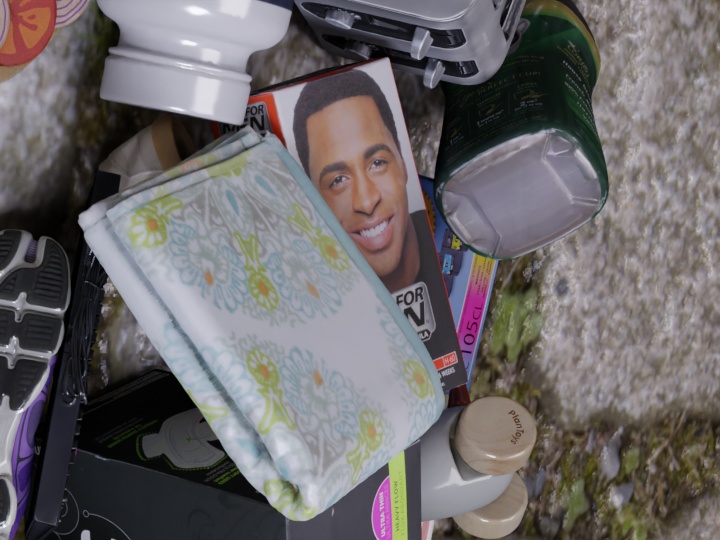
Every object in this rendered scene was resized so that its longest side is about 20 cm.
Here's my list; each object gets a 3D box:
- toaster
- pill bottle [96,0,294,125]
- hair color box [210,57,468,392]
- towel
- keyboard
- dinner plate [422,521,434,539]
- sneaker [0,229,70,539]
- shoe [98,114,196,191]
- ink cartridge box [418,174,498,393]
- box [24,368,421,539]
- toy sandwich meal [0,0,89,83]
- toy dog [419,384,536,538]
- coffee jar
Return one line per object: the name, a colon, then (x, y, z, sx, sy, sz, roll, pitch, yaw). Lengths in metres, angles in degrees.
toaster: (0.045, -0.218, 1.638, 0.181, 0.119, 0.200, 53, 56, -79)
pill bottle: (-0.086, -0.185, 1.525, 0.111, 0.111, 0.200, 9, 93, -54)
hair color box: (-0.012, -0.014, 1.601, 0.101, 0.061, 0.200, -22, 100, -43)
towel: (-0.049, 0.025, 1.468, 0.200, 0.048, 0.171, 55, 32, 2)
keyboard: (-0.152, 0.042, 1.488, 0.127, 0.021, 0.200, 126, -27, -71)
dinner plate: (-0.015, 0.170, 1.803, 0.200, 0.024, 0.200, -21, 118, -48)
sneaker: (-0.206, 0.076, 1.494, 0.083, 0.081, 0.200, 76, 26, -80)
shoe: (-0.092, 0.011, 1.541, 0.070, 0.053, 0.200, 53, 15, -71)
ink cartridge box: (0.000, 0.000, 1.730, 0.200, 0.076, 0.137, 11, 91, -53)
box: (-0.078, 0.159, 1.564, 0.124, 0.200, 0.149, -25, 119, -47)
toy sandwich meal: (-0.190, -0.185, 1.417, 0.205, 0.070, 0.205, -21, 116, -49)
toy dog: (0.016, 0.113, 1.711, 0.200, 0.096, 0.132, 5, 135, -32)
coffee jar: (0.101, -0.099, 1.741, 0.085, 0.104, 0.200, 52, 23, -28)
